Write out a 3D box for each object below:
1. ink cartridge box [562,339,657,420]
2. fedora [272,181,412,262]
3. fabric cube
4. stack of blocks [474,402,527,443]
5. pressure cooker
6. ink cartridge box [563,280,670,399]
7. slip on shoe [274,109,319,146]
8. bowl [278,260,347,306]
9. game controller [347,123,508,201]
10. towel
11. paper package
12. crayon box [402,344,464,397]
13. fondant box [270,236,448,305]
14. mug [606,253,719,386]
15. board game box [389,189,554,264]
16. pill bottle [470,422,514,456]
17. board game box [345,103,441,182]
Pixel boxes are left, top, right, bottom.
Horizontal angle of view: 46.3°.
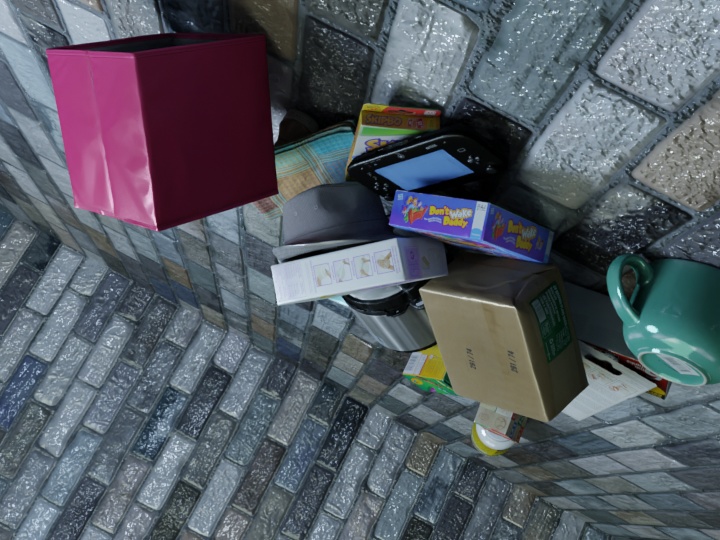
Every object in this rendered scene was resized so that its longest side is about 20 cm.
[{"bbox_3d":[0.325,0.150,1.269,0.160,0.050,0.200,29,147,-7],"label":"ink cartridge box"},{"bbox_3d":[-0.032,-0.070,1.154,0.199,0.091,0.176,-12,177,38],"label":"fedora"},{"bbox_3d":[-0.241,-0.183,1.046,0.199,0.195,0.201,14,117,39],"label":"fabric cube"},{"bbox_3d":[0.267,0.184,1.436,0.058,0.202,0.115,18,171,26],"label":"stack of blocks"},{"bbox_3d":[0.057,0.014,1.304,0.174,0.180,0.200,-9,144,25],"label":"pressure cooker"},{"bbox_3d":[0.376,0.111,1.267,0.198,0.084,0.176,20,162,25],"label":"ink cartridge box"},{"bbox_3d":[-0.087,-0.160,1.242,0.075,0.061,0.200,25,163,9],"label":"slip on shoe"},{"bbox_3d":[-0.037,-0.023,1.486,0.199,0.106,0.201,26,164,8],"label":"bowl"},{"bbox_3d":[0.077,-0.128,1.022,0.199,0.043,0.104,-12,160,44],"label":"game controller"},{"bbox_3d":[-0.073,-0.134,1.182,0.198,0.022,0.147,-16,146,16],"label":"towel"},{"bbox_3d":[0.200,0.090,1.175,0.190,0.103,0.201,11,129,48],"label":"paper package"},{"bbox_3d":[0.160,0.100,1.369,0.058,0.201,0.118,35,162,-24],"label":"crayon box"},{"bbox_3d":[0.000,0.000,1.146,0.198,0.059,0.144,-13,176,29],"label":"fondant box"},{"bbox_3d":[0.394,0.069,1.058,0.184,0.115,0.152,20,162,24],"label":"mug"},{"bbox_3d":[0.147,-0.054,1.079,0.133,0.045,0.199,12,180,35],"label":"board game box"},{"bbox_3d":[0.341,0.399,2.111,0.112,0.113,0.200,25,163,10],"label":"pill bottle"},{"bbox_3d":[0.037,-0.155,1.064,0.094,0.030,0.200,4,162,-6],"label":"board game box"}]
